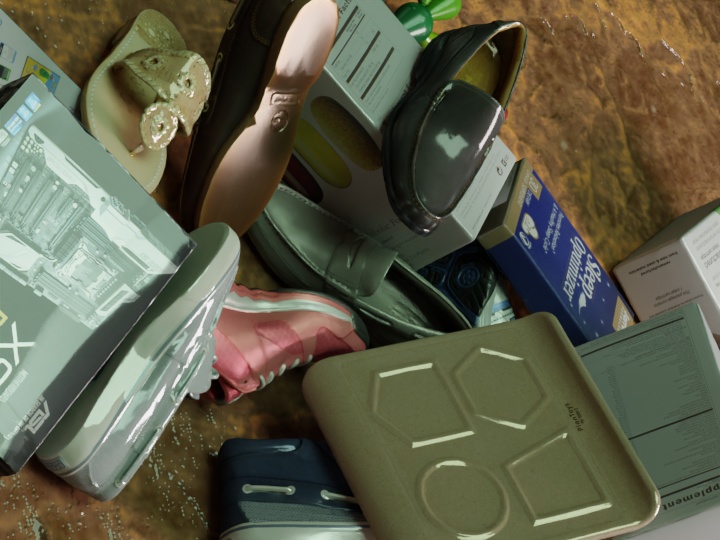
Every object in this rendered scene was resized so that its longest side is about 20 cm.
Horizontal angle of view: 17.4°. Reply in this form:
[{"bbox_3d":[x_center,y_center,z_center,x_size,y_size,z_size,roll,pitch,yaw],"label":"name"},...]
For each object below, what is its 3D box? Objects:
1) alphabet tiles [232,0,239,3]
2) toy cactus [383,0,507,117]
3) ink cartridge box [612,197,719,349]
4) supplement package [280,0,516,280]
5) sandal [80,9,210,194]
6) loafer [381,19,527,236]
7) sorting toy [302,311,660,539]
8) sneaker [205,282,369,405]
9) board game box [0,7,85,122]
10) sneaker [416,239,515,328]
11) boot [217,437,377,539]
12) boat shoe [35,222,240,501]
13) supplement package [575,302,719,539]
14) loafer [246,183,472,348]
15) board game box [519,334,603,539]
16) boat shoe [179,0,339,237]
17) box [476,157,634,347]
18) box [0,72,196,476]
[{"bbox_3d":[-0.122,-0.302,1.826,0.166,0.006,0.201,16,58,-43],"label":"alphabet tiles"},{"bbox_3d":[0.036,-0.190,1.887,0.165,0.102,0.200,-30,102,-42],"label":"toy cactus"},{"bbox_3d":[0.329,0.048,2.075,0.145,0.084,0.200,-33,96,-51],"label":"ink cartridge box"},{"bbox_3d":[0.002,-0.105,1.770,0.200,0.114,0.110,48,41,-16],"label":"supplement package"},{"bbox_3d":[-0.136,-0.134,1.620,0.078,0.070,0.212,45,25,-23],"label":"sandal"},{"bbox_3d":[0.069,-0.111,1.700,0.073,0.072,0.200,40,46,-27],"label":"loafer"},{"bbox_3d":[0.081,0.123,1.618,0.200,0.037,0.185,-13,56,-24],"label":"sorting toy"},{"bbox_3d":[-0.082,0.055,1.636,0.200,0.074,0.087,13,70,-36],"label":"sneaker"},{"bbox_3d":[-0.239,-0.083,1.545,0.200,0.040,0.153,46,42,-20],"label":"board game box"},{"bbox_3d":[0.085,0.051,1.823,0.077,0.076,0.201,41,43,-53],"label":"sneaker"},{"bbox_3d":[0.000,0.161,1.611,0.199,0.073,0.091,6,60,-20],"label":"boot"},{"bbox_3d":[-0.133,0.061,1.534,0.072,0.070,0.201,48,66,-32],"label":"boat shoe"},{"bbox_3d":[0.231,0.143,1.720,0.200,0.113,0.110,-98,164,-49],"label":"supplement package"},{"bbox_3d":[0.000,0.000,1.734,0.200,0.070,0.070,38,49,-16],"label":"loafer"},{"bbox_3d":[0.080,0.165,1.693,0.147,0.064,0.200,-18,80,-16],"label":"board game box"},{"bbox_3d":[-0.081,-0.116,1.662,0.070,0.200,0.070,33,13,35],"label":"boat shoe"},{"bbox_3d":[0.166,0.019,1.860,0.200,0.032,0.121,55,25,-18],"label":"box"},{"bbox_3d":[-0.219,0.003,1.464,0.158,0.050,0.200,47,61,-19],"label":"box"}]
